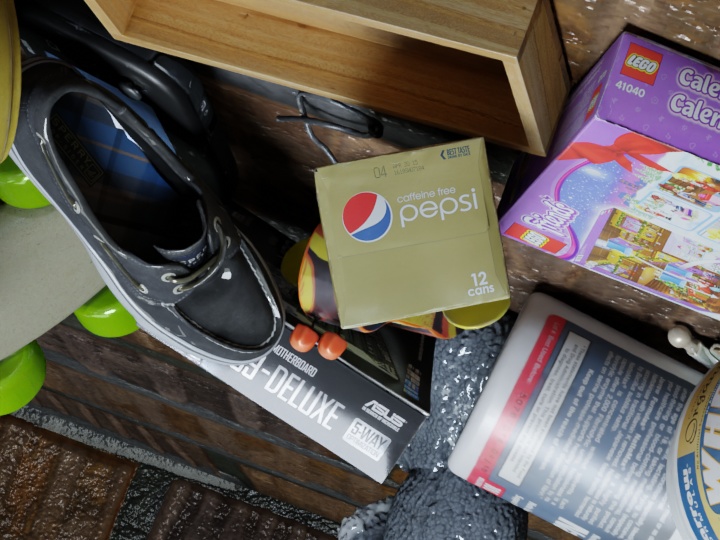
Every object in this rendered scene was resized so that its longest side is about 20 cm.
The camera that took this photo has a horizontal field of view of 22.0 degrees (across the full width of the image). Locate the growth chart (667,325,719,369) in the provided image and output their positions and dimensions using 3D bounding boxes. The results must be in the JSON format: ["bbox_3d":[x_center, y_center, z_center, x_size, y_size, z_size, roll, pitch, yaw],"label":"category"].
[{"bbox_3d":[0.285,0.076,1.023,0.200,0.018,0.145,9,163,43],"label":"growth chart"}]

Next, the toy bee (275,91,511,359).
[{"bbox_3d":[0.000,0.000,0.963,0.200,0.109,0.131,30,166,-36],"label":"toy bee"}]

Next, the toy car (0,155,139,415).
[{"bbox_3d":[-0.230,-0.050,1.063,0.200,0.158,0.164,50,169,34],"label":"toy car"}]

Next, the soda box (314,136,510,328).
[{"bbox_3d":[0.022,-0.018,0.788,0.068,0.064,0.200,-10,-177,2],"label":"soda box"}]

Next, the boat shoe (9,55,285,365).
[{"bbox_3d":[-0.095,-0.023,0.886,0.200,0.070,0.066,54,163,-28],"label":"boat shoe"}]

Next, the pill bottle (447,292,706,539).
[{"bbox_3d":[0.163,0.107,1.071,0.200,0.120,0.120,27,168,5],"label":"pill bottle"}]

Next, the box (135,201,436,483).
[{"bbox_3d":[-0.035,0.034,1.061,0.157,0.050,0.200,33,-169,-2],"label":"box"}]

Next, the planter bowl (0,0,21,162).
[{"bbox_3d":[-0.202,-0.091,0.822,0.083,0.201,0.200,-3,179,-26],"label":"planter bowl"}]

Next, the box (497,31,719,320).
[{"bbox_3d":[0.141,-0.029,0.773,0.136,0.039,0.200,21,167,-3],"label":"box"}]

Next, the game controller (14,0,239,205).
[{"bbox_3d":[-0.119,-0.086,0.945,0.104,0.042,0.200,19,166,9],"label":"game controller"}]

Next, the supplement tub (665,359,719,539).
[{"bbox_3d":[0.231,0.090,0.869,0.144,0.145,0.200,21,165,-3],"label":"supplement tub"}]

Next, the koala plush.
[{"bbox_3d":[0.070,0.139,1.208,0.177,0.201,0.184,14,165,28],"label":"koala plush"}]

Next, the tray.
[{"bbox_3d":[-0.020,-0.103,0.732,0.199,0.037,0.099,16,166,17],"label":"tray"}]
